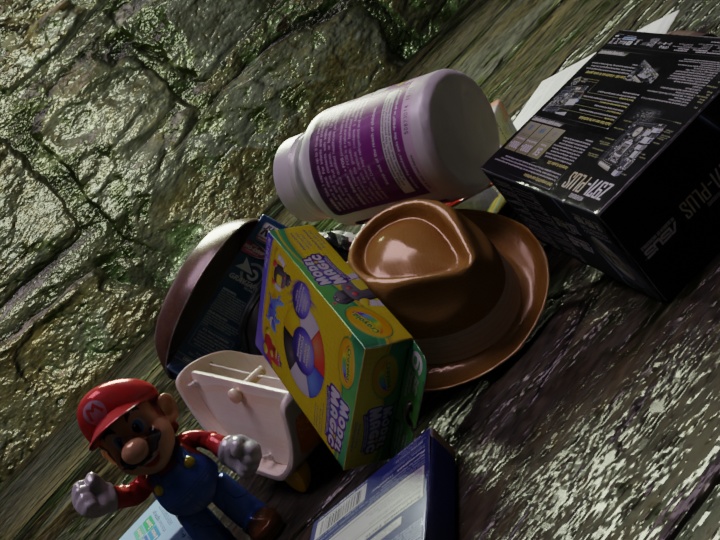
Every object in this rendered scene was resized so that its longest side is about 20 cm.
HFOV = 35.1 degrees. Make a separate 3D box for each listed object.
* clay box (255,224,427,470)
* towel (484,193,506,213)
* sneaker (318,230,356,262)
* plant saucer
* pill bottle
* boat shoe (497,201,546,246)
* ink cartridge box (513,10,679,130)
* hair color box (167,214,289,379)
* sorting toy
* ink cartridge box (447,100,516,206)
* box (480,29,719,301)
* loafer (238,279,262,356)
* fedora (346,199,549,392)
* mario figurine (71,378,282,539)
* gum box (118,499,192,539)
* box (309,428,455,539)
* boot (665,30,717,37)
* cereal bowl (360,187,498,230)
[{"bbox_3d":[-0.020,0.064,0.893,0.047,0.116,0.200,-8,34,-27],"label":"clay box"},{"bbox_3d":[0.166,-0.086,1.120,0.200,0.018,0.086,-51,7,46],"label":"towel"},{"bbox_3d":[0.000,0.000,1.180,0.199,0.075,0.087,14,15,43],"label":"sneaker"},{"bbox_3d":[-0.171,0.025,1.262,0.201,0.034,0.201,-58,-11,-18],"label":"plant saucer"},{"bbox_3d":[0.017,-0.103,1.022,0.199,0.113,0.113,-12,30,41],"label":"pill bottle"},{"bbox_3d":[0.113,-0.022,1.051,0.199,0.066,0.075,-41,10,15],"label":"boat shoe"},{"bbox_3d":[0.257,-0.191,1.249,0.199,0.050,0.163,-21,24,45],"label":"ink cartridge box"},{"bbox_3d":[-0.130,0.049,1.265,0.201,0.060,0.100,-60,-10,-15],"label":"hair color box"},{"bbox_3d":[-0.043,0.108,1.075,0.179,0.108,0.199,-35,21,-30],"label":"sorting toy"},{"bbox_3d":[0.068,-0.092,1.113,0.161,0.050,0.200,-28,8,20],"label":"ink cartridge box"},{"bbox_3d":[0.204,-0.086,0.828,0.164,0.086,0.200,-45,21,-3],"label":"box"},{"bbox_3d":[-0.085,0.080,1.187,0.073,0.072,0.201,-34,-32,-45],"label":"loafer"},{"bbox_3d":[0.053,0.003,0.921,0.198,0.082,0.202,-15,47,17],"label":"fedora"},{"bbox_3d":[-0.161,0.176,0.958,0.106,0.200,0.124,-30,18,52],"label":"mario figurine"},{"bbox_3d":[-0.242,0.323,1.120,0.200,0.045,0.170,-46,11,-12],"label":"gum box"},{"bbox_3d":[0.009,0.191,0.734,0.121,0.032,0.200,-41,10,16],"label":"box"},{"bbox_3d":[0.247,-0.138,1.032,0.200,0.070,0.146,-45,5,-9],"label":"boot"},{"bbox_3d":[0.059,-0.044,1.289,0.200,0.083,0.200,-43,12,11],"label":"cereal bowl"}]
